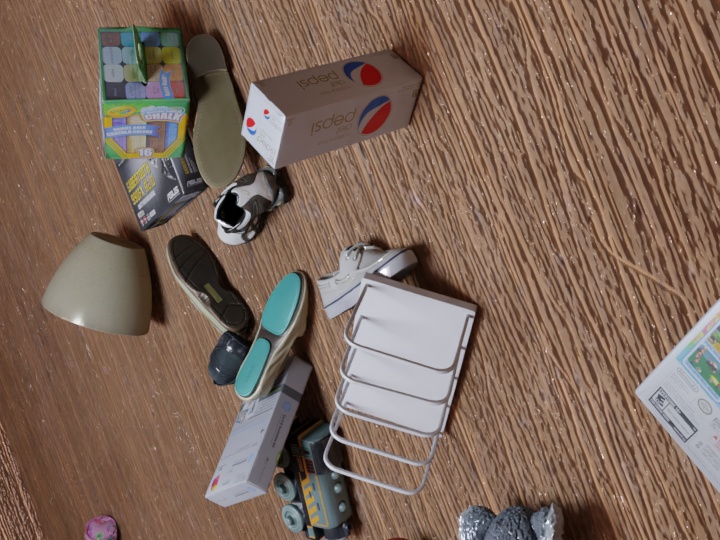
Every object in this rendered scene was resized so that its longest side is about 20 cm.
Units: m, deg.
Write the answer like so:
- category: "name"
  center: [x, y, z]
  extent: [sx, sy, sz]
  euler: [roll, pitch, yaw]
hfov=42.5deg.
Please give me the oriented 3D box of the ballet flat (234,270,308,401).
- category: "ballet flat"
  center: [-0.118, 0.097, 1.334]
  extent: [0.069, 0.069, 0.203]
  euler: [33, 97, 38]

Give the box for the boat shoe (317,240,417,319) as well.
- category: "boat shoe"
  center: [0.000, 0.000, 1.153]
  extent: [0.071, 0.070, 0.199]
  euler: [62, 150, 4]

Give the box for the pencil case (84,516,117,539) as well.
- category: "pencil case"
  center: [-0.639, 0.710, 2.306]
  extent: [0.087, 0.086, 0.204]
  euler: [32, 131, 39]

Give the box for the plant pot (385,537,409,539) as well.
- category: "plant pot"
  center: [0.066, 0.461, 1.199]
  extent: [0.177, 0.197, 0.204]
  euler: [39, 135, 45]

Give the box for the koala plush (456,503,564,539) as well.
- category: "koala plush"
  center: [0.184, 0.355, 1.015]
  extent: [0.176, 0.181, 0.205]
  euler: [-13, 85, 53]

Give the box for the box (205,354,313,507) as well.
- category: "box"
  center: [-0.150, 0.238, 1.367]
  extent: [0.041, 0.203, 0.155]
  euler: [31, 147, -18]

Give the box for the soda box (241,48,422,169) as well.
- category: "soda box"
  center: [-0.027, -0.176, 0.989]
  extent: [0.064, 0.198, 0.069]
  euler: [44, 138, 26]

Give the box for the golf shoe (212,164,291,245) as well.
- category: "golf shoe"
  center: [-0.180, -0.087, 1.320]
  extent: [0.079, 0.093, 0.200]
  euler: [61, 144, 9]

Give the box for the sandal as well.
- category: "sandal"
  center: [-0.203, -0.223, 1.322]
  extent: [0.070, 0.076, 0.217]
  euler: [33, -132, -89]

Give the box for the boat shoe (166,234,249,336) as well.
- category: "boat shoe"
  center: [-0.253, 0.035, 1.497]
  extent: [0.201, 0.071, 0.077]
  euler: [54, 153, 19]

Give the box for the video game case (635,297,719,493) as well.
- category: "video game case"
  center: [0.353, 0.129, 0.794]
  extent: [0.201, 0.023, 0.184]
  euler: [52, 140, 24]

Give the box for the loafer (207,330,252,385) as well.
- category: "loafer"
  center: [-0.200, 0.142, 1.424]
  extent: [0.067, 0.071, 0.201]
  euler: [34, 162, -2]

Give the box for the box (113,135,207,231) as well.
- category: "box"
  center: [-0.335, -0.172, 1.515]
  extent: [0.199, 0.048, 0.161]
  euler: [-24, 88, 54]

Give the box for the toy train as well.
- category: "toy train"
  center: [-0.071, 0.314, 1.385]
  extent: [0.112, 0.085, 0.205]
  euler: [0, 107, 42]

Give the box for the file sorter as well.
- category: "file sorter"
  center: [0.040, 0.135, 1.071]
  extent: [0.136, 0.125, 0.203]
  euler: [15, 125, 8]

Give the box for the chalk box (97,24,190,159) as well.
- category: "chalk box"
  center: [-0.309, -0.263, 1.318]
  extent: [0.200, 0.121, 0.127]
  euler: [122, 141, -63]

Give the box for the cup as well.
- category: "cup"
  center: [-0.458, 0.015, 1.671]
  extent: [0.198, 0.198, 0.146]
  euler: [25, 99, 43]
